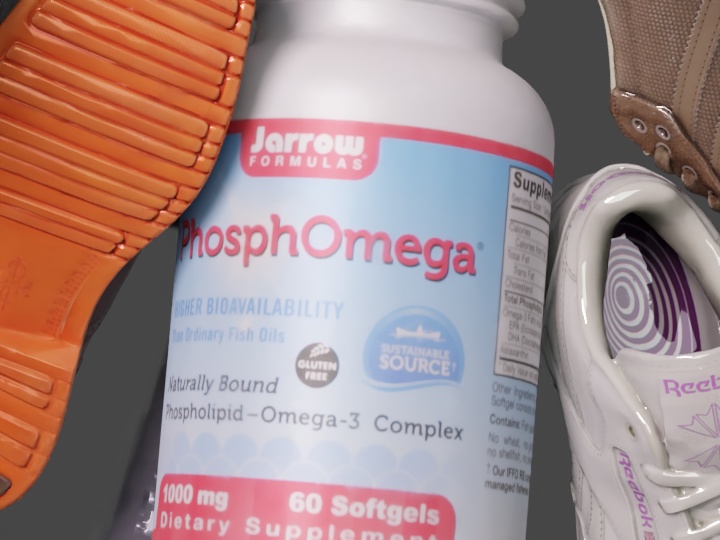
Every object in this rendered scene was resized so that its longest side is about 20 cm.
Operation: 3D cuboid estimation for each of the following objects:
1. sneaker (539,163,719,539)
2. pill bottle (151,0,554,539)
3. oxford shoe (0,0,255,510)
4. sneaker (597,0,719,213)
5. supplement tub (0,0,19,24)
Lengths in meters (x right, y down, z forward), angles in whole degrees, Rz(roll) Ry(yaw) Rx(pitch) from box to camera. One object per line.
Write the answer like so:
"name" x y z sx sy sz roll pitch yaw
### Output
"sneaker" 0.092 0.065 0.765 0.075 0.100 0.200 -17 85 -4
"pill bottle" 0.000 0.000 0.769 0.109 0.109 0.200 4 83 1
"oxford shoe" -0.087 -0.027 0.757 0.071 0.073 0.200 27 113 -10
"sneaker" 0.120 -0.050 0.803 0.076 0.070 0.200 -26 98 37
"supplement tub" -0.152 -0.093 0.737 0.122 0.200 0.123 0 84 2
